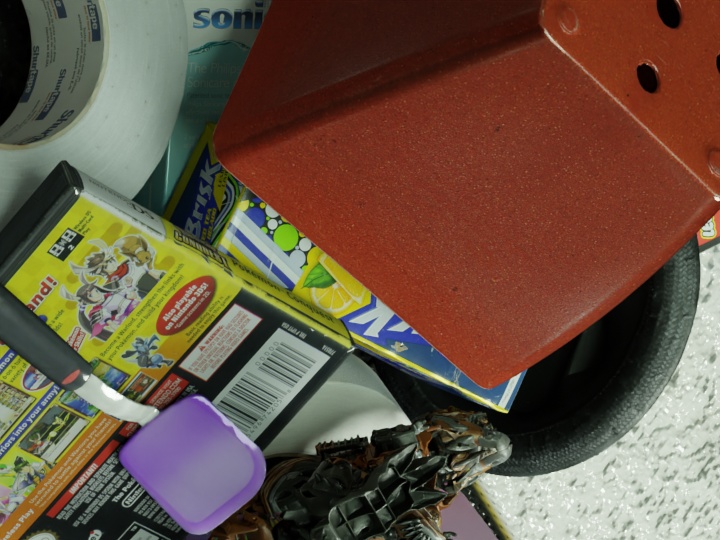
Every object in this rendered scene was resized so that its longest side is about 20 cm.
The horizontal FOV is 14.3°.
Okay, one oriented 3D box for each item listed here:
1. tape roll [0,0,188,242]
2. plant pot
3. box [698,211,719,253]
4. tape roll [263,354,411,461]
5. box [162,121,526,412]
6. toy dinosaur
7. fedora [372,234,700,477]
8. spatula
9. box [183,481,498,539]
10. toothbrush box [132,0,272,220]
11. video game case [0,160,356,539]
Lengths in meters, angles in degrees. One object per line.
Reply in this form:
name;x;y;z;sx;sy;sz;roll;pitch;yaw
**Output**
tape roll;-0.178;-0.107;1.330;0.200;0.066;0.201;1;89;-40
plant pot;0.084;-0.096;1.352;0.200;0.176;0.200;41;50;-26
box;0.210;-0.124;1.652;0.137;0.040;0.201;-24;113;-28
tape roll;-0.063;0.124;1.481;0.202;0.037;0.203;-19;136;-19
box;0.000;0.000;1.423;0.200;0.064;0.070;27;86;-33
toy dinosaur;-0.009;0.128;1.395;0.200;0.136;0.102;-43;118;-13
fedora;0.103;0.013;1.565;0.092;0.200;0.201;-2;105;-67
spatula;-0.119;0.055;1.316;0.056;0.021;0.200;-38;128;13
box;-0.029;0.224;1.497;0.175;0.097;0.200;-6;132;-32
toothbrush box;-0.055;-0.063;1.462;0.146;0.085;0.201;-4;104;-32
video game case;-0.130;0.063;1.349;0.181;0.026;0.200;30;110;-35
